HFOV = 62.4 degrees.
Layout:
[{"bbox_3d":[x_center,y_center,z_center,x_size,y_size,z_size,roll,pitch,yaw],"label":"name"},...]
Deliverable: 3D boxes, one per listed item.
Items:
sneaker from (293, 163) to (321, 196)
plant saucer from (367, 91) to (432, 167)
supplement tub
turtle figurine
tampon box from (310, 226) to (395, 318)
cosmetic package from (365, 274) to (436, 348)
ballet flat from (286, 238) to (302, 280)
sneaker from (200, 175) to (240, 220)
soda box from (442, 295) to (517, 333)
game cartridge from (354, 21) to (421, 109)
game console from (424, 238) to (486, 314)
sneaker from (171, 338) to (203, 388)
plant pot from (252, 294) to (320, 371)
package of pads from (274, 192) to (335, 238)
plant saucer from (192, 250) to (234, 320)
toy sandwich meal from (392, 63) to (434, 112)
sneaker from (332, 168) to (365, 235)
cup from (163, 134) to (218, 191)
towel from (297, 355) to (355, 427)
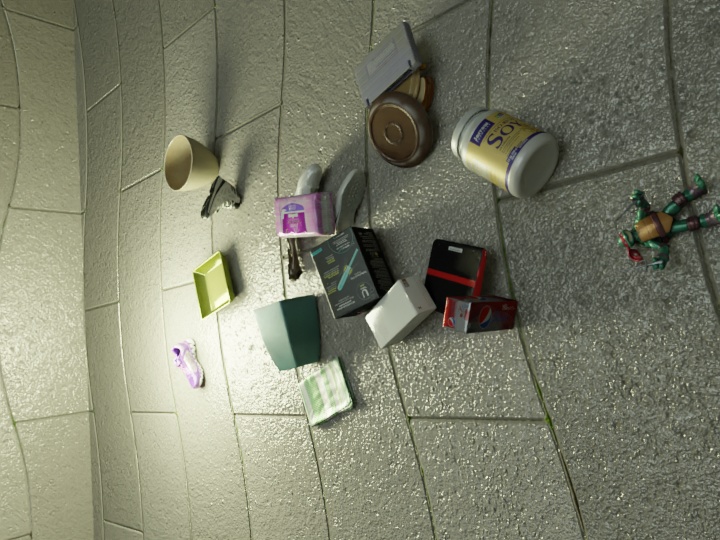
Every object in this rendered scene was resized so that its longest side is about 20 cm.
[{"bbox_3d":[-0.144,-0.211,1.788,0.116,0.073,0.201,51,130,29],"label":"sneaker"},{"bbox_3d":[0.092,-0.356,1.527,0.199,0.032,0.201,22,129,30],"label":"plant saucer"},{"bbox_3d":[0.312,-0.262,1.298,0.200,0.145,0.146,40,115,36],"label":"supplement tub"},{"bbox_3d":[0.548,-0.085,1.101,0.199,0.101,0.151,-29,84,23],"label":"turtle figurine"},{"bbox_3d":[-0.015,0.006,1.584,0.149,0.126,0.201,-27,78,28],"label":"tampon box"},{"bbox_3d":[0.098,0.107,1.504,0.102,0.074,0.200,62,141,18],"label":"cosmetic package"},{"bbox_3d":[-0.205,-0.068,1.856,0.046,0.067,0.202,-3,81,-1],"label":"ballet flat"},{"bbox_3d":[-0.470,-0.233,2.045,0.076,0.115,0.201,-40,29,40],"label":"sneaker"},{"bbox_3d":[0.263,0.093,1.295,0.063,0.199,0.071,12,97,42],"label":"soda box"},{"bbox_3d":[0.068,-0.524,1.527,0.200,0.038,0.131,-31,62,43],"label":"game cartridge"},{"bbox_3d":[0.222,0.022,1.423,0.200,0.031,0.178,19,98,60],"label":"game console"},{"bbox_3d":[-0.660,0.356,2.245,0.080,0.088,0.201,-39,64,34],"label":"sneaker"},{"bbox_3d":[-0.207,0.192,1.790,0.141,0.141,0.201,-20,82,41],"label":"plant pot"},{"bbox_3d":[-0.160,-0.157,1.708,0.199,0.075,0.122,0,95,44],"label":"package of pads"},{"bbox_3d":[-0.524,0.055,2.151,0.199,0.048,0.201,-29,70,39],"label":"plant saucer"},{"bbox_3d":[0.105,-0.474,1.559,0.204,0.070,0.207,-3,86,48],"label":"toy sandwich meal"},{"bbox_3d":[-0.049,-0.199,1.694,0.080,0.076,0.201,40,114,47],"label":"sneaker"},{"bbox_3d":[-0.607,-0.383,2.178,0.199,0.143,0.202,-1,88,43],"label":"cup"},{"bbox_3d":[-0.104,0.364,1.760,0.200,0.023,0.153,-37,63,37],"label":"towel"}]
